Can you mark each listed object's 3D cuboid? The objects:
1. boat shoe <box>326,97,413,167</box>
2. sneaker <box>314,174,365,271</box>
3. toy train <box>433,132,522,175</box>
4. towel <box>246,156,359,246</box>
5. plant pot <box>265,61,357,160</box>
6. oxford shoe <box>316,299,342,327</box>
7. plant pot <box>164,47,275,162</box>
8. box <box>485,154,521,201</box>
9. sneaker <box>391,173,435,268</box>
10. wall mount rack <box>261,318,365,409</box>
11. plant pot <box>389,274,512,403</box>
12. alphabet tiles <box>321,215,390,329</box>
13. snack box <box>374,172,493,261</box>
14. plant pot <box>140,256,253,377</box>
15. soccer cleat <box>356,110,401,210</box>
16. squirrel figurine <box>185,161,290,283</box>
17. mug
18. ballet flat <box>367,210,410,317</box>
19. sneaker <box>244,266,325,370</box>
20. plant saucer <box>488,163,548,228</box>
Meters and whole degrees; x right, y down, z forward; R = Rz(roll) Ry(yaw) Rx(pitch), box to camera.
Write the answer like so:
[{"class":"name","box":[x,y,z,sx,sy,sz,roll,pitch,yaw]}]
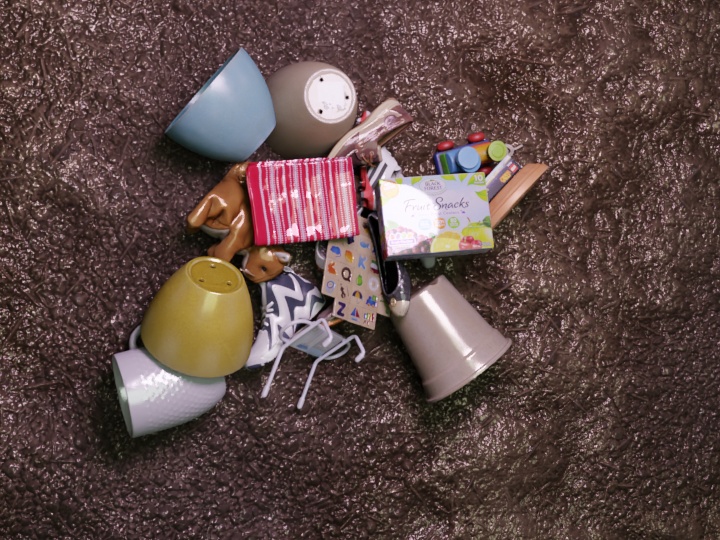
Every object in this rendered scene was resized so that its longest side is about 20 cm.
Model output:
[{"class":"boat shoe","box":[0.013,-0.224,1.688,0.200,0.072,0.072,-43,76,-7]},{"class":"sneaker","box":[-0.045,-0.089,1.759,0.072,0.085,0.201,22,63,0]},{"class":"toy train","box":[0.254,-0.232,1.812,0.198,0.116,0.086,-17,96,-15]},{"class":"towel","box":[-0.100,-0.123,1.625,0.198,0.022,0.147,-6,94,-19]},{"class":"plant pot","box":[-0.079,-0.299,1.668,0.185,0.200,0.190,0,90,-17]},{"class":"oxford shoe","box":[-0.020,0.038,1.752,0.200,0.071,0.073,-40,101,-31]},{"class":"plant pot","box":[-0.228,-0.270,1.628,0.135,0.200,0.201,42,80,-17]},{"class":"box","box":[0.218,-0.124,1.791,0.040,0.137,0.200,43,79,3]},{"class":"sneaker","box":[0.082,-0.089,1.794,0.080,0.070,0.202,-27,91,-8]},{"class":"wall mount rack","box":[-0.093,0.168,1.698,0.173,0.075,0.200,-37,146,16]},{"class":"plant pot","box":[0.155,0.119,1.765,0.200,0.200,0.184,-36,89,-13]},{"class":"alphabet tiles","box":[0.000,0.000,1.710,0.165,0.006,0.202,20,69,-37]},{"class":"snack box","box":[0.133,-0.098,1.679,0.197,0.053,0.144,-5,79,-9]},{"class":"plant pot","box":[-0.265,0.063,1.594,0.198,0.201,0.143,13,124,-16]},{"class":"soccer cleat","box":[0.034,-0.207,1.752,0.084,0.069,0.202,-2,69,-7]},{"class":"squirrel figurine","box":[-0.192,-0.084,1.665,0.186,0.141,0.201,40,73,-6]},{"class":"mug","box":[-0.341,0.176,1.639,0.174,0.148,0.202,-13,64,-22]},{"class":"ballet flat","box":[0.048,-0.011,1.708,0.056,0.066,0.202,-3,76,-44]},{"class":"sneaker","box":[-0.171,0.076,1.710,0.199,0.079,0.130,-45,101,-12]},{"class":"plant saucer","box":[0.281,-0.135,1.786,0.037,0.200,0.200,43,79,5]}]
